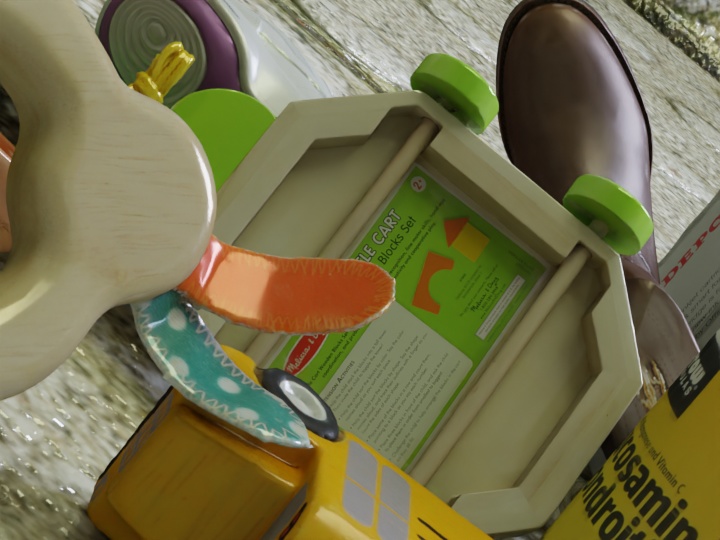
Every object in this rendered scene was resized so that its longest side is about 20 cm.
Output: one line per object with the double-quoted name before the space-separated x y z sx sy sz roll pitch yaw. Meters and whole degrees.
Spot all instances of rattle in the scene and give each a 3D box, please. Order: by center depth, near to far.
"rattle" -0.111 -0.010 0.704 0.199 0.142 0.131 16 60 -38

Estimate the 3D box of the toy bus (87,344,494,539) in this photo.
"toy bus" 0.016 0.109 0.733 0.200 0.065 0.078 37 16 -10

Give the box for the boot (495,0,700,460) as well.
"boot" 0.099 -0.010 1.022 0.200 0.064 0.188 -84 160 -77

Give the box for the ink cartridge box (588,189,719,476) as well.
"ink cartridge box" 0.174 0.059 1.121 0.083 0.145 0.200 36 14 -16

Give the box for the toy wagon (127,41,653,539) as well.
"toy wagon" 0.000 0.000 0.869 0.200 0.155 0.040 38 -19 -1

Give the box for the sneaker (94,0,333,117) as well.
"sneaker" -0.015 -0.032 0.958 0.201 0.075 0.099 56 19 17

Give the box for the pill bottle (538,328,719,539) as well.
"pill bottle" 0.137 0.082 0.843 0.112 0.200 0.112 36 14 -10

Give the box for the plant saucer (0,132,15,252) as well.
"plant saucer" -0.167 -0.073 0.810 0.200 0.032 0.200 45 -3 3

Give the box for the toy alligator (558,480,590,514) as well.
"toy alligator" 0.156 0.145 1.019 0.199 0.060 0.054 31 -30 -5
